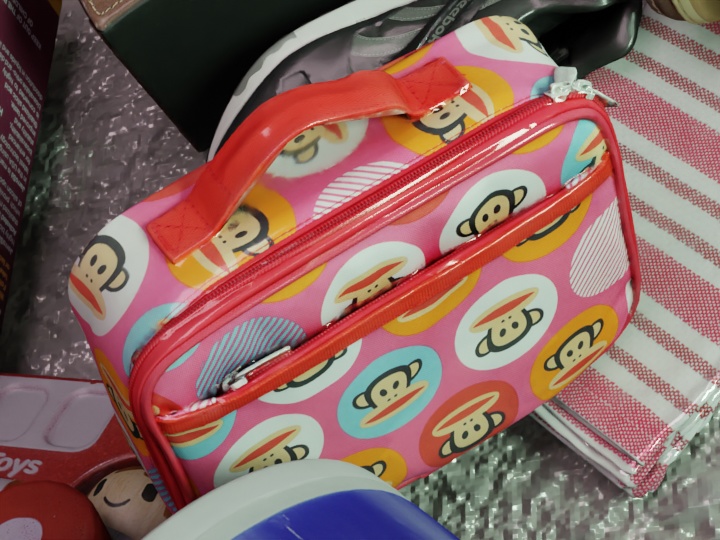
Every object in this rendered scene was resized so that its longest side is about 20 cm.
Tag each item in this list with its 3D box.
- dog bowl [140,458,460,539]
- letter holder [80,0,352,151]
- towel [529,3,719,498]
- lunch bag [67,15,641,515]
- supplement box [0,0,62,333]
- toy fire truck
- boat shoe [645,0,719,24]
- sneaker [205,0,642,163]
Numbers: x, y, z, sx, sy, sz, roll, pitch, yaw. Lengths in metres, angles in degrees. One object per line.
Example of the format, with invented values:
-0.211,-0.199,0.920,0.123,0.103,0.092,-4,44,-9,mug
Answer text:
-0.028,0.168,0.713,0.079,0.200,0.200,34,81,34,dog bowl
-0.039,-0.180,0.960,0.199,0.101,0.142,-35,53,3,letter holder
0.125,-0.023,0.855,0.200,0.030,0.146,-48,53,-6,towel
0.000,0.000,0.757,0.199,0.177,0.082,-31,53,-11,lunch bag
-0.212,-0.057,0.954,0.110,0.086,0.201,-4,60,18,supplement box
-0.126,0.105,0.859,0.199,0.113,0.168,1,43,27,toy fire truck
0.123,-0.173,0.900,0.072,0.072,0.201,-13,47,24,boat shoe
0.025,-0.073,0.882,0.200,0.076,0.088,-37,36,3,sneaker
